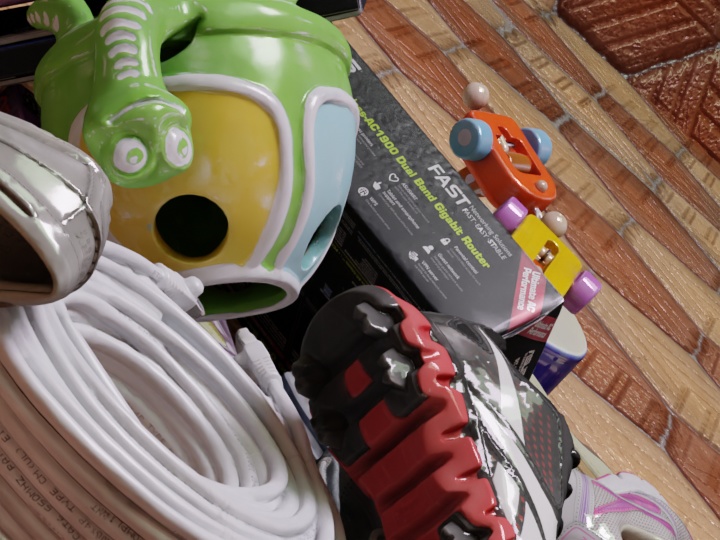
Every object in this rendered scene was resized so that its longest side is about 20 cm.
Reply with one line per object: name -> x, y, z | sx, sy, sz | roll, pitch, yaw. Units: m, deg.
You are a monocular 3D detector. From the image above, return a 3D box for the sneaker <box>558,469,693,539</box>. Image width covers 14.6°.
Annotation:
sneaker -> 0.121, 0.149, 1.394 | 0.088, 0.081, 0.200 | 46, 11, 34

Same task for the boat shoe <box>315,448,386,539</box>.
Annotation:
boat shoe -> 0.006, 0.139, 1.101 | 0.074, 0.068, 0.199 | 39, 14, -25

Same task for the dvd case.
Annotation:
dvd case -> -0.094, -0.121, 1.334 | 0.150, 0.200, 0.025 | -78, 158, -78

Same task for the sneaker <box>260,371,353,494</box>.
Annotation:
sneaker -> 0.025, 0.095, 1.252 | 0.200, 0.071, 0.073 | 47, 12, -53

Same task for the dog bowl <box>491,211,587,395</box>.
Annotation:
dog bowl -> 0.034, 0.003, 1.597 | 0.200, 0.079, 0.200 | 43, 12, -12

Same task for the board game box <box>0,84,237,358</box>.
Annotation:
board game box -> -0.110, -0.001, 1.268 | 0.120, 0.032, 0.200 | 34, 17, -29

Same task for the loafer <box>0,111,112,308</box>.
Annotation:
loafer -> -0.182, -0.039, 0.948 | 0.200, 0.070, 0.070 | 17, 26, -1

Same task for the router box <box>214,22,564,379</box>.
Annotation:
router box -> 0.000, 0.000, 1.340 | 0.062, 0.150, 0.200 | -24, 63, -30

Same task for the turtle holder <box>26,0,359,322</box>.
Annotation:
turtle holder -> -0.063, -0.054, 1.176 | 0.186, 0.141, 0.132 | 139, -54, -68

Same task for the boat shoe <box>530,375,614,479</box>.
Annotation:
boat shoe -> 0.073, 0.098, 1.469 | 0.200, 0.072, 0.076 | 40, 29, -18

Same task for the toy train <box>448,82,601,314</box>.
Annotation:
toy train -> 0.046, -0.030, 1.472 | 0.200, 0.056, 0.150 | 0, 52, -53

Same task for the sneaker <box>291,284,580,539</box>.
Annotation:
sneaker -> 0.048, 0.098, 1.062 | 0.098, 0.071, 0.201 | 3, 58, -44

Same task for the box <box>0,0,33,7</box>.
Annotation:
box -> -0.139, -0.181, 1.343 | 0.200, 0.176, 0.097 | -40, 119, -78

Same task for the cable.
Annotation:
cable -> -0.090, 0.061, 1.038 | 0.200, 0.069, 0.200 | 33, 19, -43
